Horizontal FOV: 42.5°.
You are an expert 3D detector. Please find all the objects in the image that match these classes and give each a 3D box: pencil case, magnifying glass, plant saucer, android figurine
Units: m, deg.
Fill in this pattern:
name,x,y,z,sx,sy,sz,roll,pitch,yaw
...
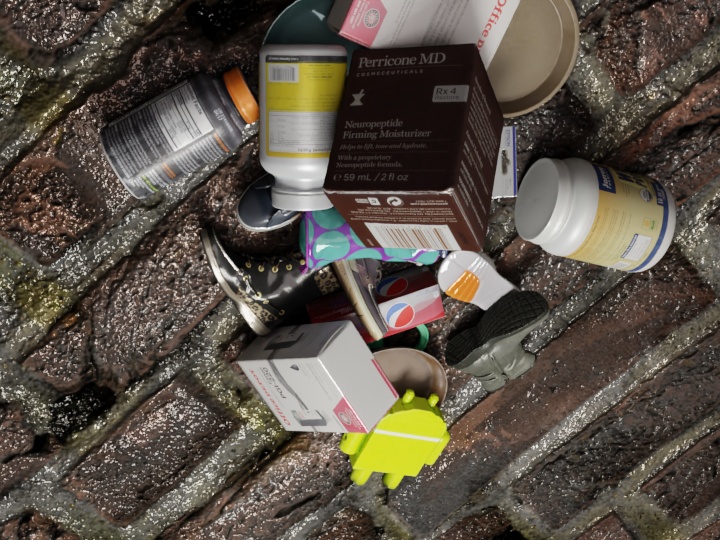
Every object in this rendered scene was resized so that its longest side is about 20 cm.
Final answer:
name,x,y,z,sx,sy,sz,roll,pitch,yaw
pencil case,0.015,-0.046,1.265,0.198,0.085,0.093,-1,112,-13
magnifying glass,0.014,0.131,1.463,0.199,0.022,0.080,-25,120,-2
plant saucer,0.040,0.193,1.479,0.198,0.032,0.201,-9,128,-12
plant saucer,-0.039,-0.274,1.234,0.198,0.036,0.202,-6,117,-12
plant saucer,0.205,-0.311,1.279,0.198,0.030,0.202,-6,118,-11
android figurine,0.060,0.272,1.498,0.181,0.041,0.201,11,122,-24

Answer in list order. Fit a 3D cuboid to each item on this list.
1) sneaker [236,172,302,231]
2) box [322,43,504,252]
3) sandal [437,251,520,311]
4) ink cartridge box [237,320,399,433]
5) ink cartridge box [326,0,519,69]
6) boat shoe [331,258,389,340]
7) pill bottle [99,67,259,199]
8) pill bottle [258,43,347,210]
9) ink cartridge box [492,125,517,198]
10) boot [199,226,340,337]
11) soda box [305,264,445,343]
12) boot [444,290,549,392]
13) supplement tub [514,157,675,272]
name,x,y,z,sx,sy,sz,roll,pitch,yaw
sneaker,-0.081,-0.121,1.266,0.199,0.079,0.079,-26,82,-5
box,0.071,-0.146,1.144,0.165,0.202,0.164,2,157,23
sandal,0.175,0.010,1.423,0.079,0.059,0.206,-39,140,16
ink cartridge box,-0.065,0.156,1.342,0.085,0.199,0.146,-46,113,-33
ink cartridge box,0.079,-0.331,1.169,0.199,0.083,0.147,20,105,-23
boat shoe,0.000,0.000,1.326,0.064,0.072,0.201,-24,82,-9
pill bottle,-0.225,-0.183,1.194,0.199,0.106,0.107,-29,119,2
pill bottle,-0.072,-0.182,1.166,0.111,0.112,0.202,-2,104,-13
ink cartridge box,0.117,-0.147,1.279,0.198,0.039,0.100,0,98,13
boot,-0.128,-0.008,1.325,0.150,0.073,0.201,-28,123,2
soda box,0.022,0.060,1.398,0.198,0.070,0.064,-19,123,-4
boot,0.240,0.114,1.467,0.200,0.068,0.130,-37,133,28
supplement tub,0.342,-0.084,1.361,0.198,0.145,0.145,12,113,-19
